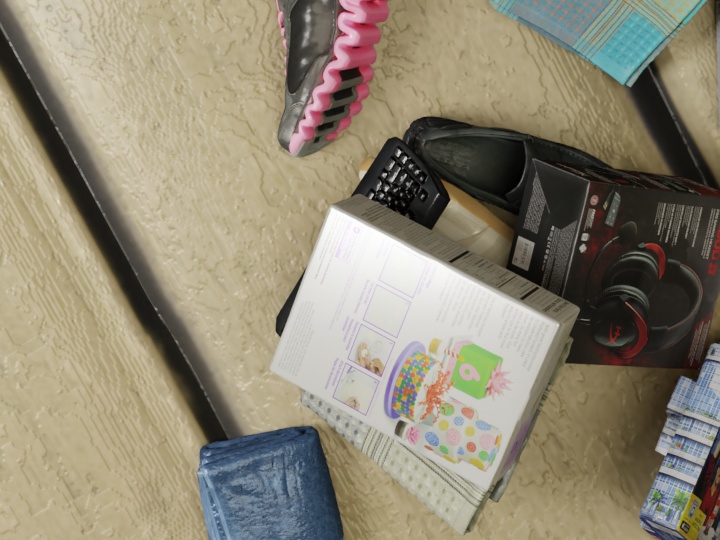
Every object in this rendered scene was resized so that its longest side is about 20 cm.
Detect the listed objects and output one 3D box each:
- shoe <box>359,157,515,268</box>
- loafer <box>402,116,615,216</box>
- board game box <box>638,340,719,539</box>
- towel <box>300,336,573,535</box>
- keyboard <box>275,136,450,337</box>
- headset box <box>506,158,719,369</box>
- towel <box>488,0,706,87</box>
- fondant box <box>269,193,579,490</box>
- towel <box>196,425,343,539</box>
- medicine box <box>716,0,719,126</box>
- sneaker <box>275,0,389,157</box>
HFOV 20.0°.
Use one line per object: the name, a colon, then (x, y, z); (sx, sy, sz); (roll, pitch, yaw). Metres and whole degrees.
shoe: (0.080, -0.027, 1.665); (0.199, 0.070, 0.054); (31, 77, -13)
loafer: (0.130, -0.077, 1.666); (0.199, 0.070, 0.069); (15, 95, -12)
board game box: (0.293, 0.129, 1.676); (0.061, 0.200, 0.201); (20, 81, 25)
towel: (0.060, 0.082, 1.625); (0.200, 0.034, 0.194); (38, 113, 29)
keyboard: (0.000, 0.000, 1.620); (0.104, 0.039, 0.201); (44, 116, 27)
headset box: (0.215, -0.003, 1.650); (0.199, 0.075, 0.150); (5, 104, -38)
towel: (0.205, -0.240, 1.613); (0.146, 0.200, 0.022); (30, 49, -10)
fondant box: (0.046, 0.052, 1.550); (0.199, 0.058, 0.145); (28, 110, 16)
towel: (-0.066, 0.234, 1.692); (0.110, 0.049, 0.202); (-13, 99, -7)
medicine box: (0.397, -0.208, 1.664); (0.198, 0.103, 0.184); (-5, 98, -7)
sneaker: (-0.034, -0.192, 1.637); (0.095, 0.079, 0.202); (26, 105, 23)
